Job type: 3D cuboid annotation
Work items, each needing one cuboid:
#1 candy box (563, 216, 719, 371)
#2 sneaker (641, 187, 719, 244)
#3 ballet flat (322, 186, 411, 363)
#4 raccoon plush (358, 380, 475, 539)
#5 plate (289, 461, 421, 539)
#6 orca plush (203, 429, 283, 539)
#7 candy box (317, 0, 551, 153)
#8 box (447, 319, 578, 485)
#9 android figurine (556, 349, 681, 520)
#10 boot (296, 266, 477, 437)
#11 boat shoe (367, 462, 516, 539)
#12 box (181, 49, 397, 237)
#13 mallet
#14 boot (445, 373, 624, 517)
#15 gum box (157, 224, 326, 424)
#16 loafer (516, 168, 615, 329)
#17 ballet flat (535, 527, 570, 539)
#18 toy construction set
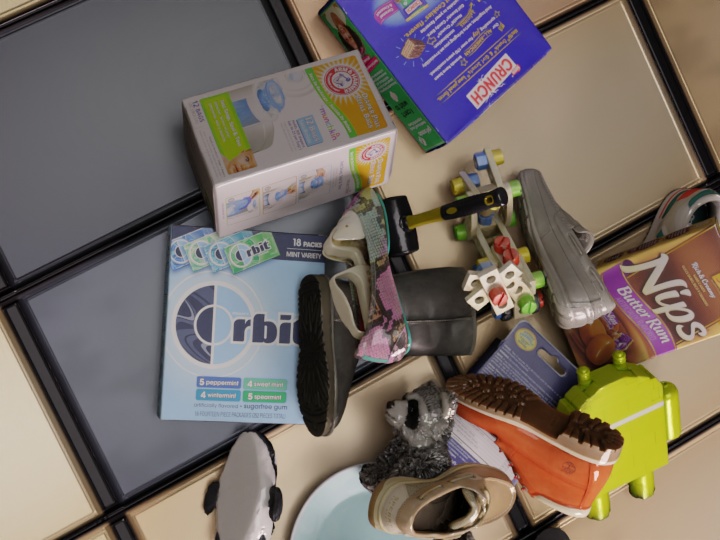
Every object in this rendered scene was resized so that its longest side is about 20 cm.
[{"bbox_3d":[0.320,0.032,1.350,0.198,0.056,0.118,-23,94,19],"label":"candy box"},{"bbox_3d":[0.359,-0.005,1.389,0.070,0.093,0.202,26,82,-11],"label":"sneaker"},{"bbox_3d":[0.000,0.000,1.236,0.070,0.069,0.203,2,61,-23],"label":"ballet flat"},{"bbox_3d":[0.085,0.210,1.307,0.135,0.096,0.200,-54,129,-11],"label":"raccoon plush"},{"bbox_3d":[0.015,0.309,1.334,0.197,0.026,0.204,0,89,-13],"label":"plate"},{"bbox_3d":[-0.103,0.274,1.280,0.071,0.104,0.203,24,49,-51],"label":"orca plush"},{"bbox_3d":[0.082,-0.262,1.337,0.169,0.077,0.201,-41,97,-12],"label":"candy box"},{"bbox_3d":[0.155,0.166,1.358,0.121,0.032,0.200,42,88,-9],"label":"box"},{"bbox_3d":[0.278,0.181,1.353,0.180,0.041,0.202,-23,121,-12],"label":"android figurine"},{"bbox_3d":[0.032,0.084,1.305,0.198,0.072,0.185,4,88,-34],"label":"boot"},{"bbox_3d":[0.097,0.237,1.222,0.198,0.064,0.073,6,95,-44],"label":"boat shoe"},{"bbox_3d":[-0.074,-0.133,1.265,0.197,0.102,0.114,-18,65,-13],"label":"box"},{"bbox_3d":[0.085,-0.049,1.277,0.041,0.199,0.067,-14,97,-36],"label":"mallet"},{"bbox_3d":[0.170,0.186,1.294,0.198,0.075,0.109,26,120,22],"label":"boot"},{"bbox_3d":[-0.126,0.059,1.295,0.167,0.045,0.204,3,89,-15],"label":"gum box"},{"bbox_3d":[0.220,-0.029,1.335,0.069,0.070,0.202,-14,60,-2],"label":"loafer"},{"bbox_3d":[0.210,0.392,1.357,0.072,0.073,0.203,14,85,-13],"label":"ballet flat"},{"bbox_3d":[0.148,-0.024,1.304,0.091,0.202,0.132,-4,133,3],"label":"toy construction set"}]
